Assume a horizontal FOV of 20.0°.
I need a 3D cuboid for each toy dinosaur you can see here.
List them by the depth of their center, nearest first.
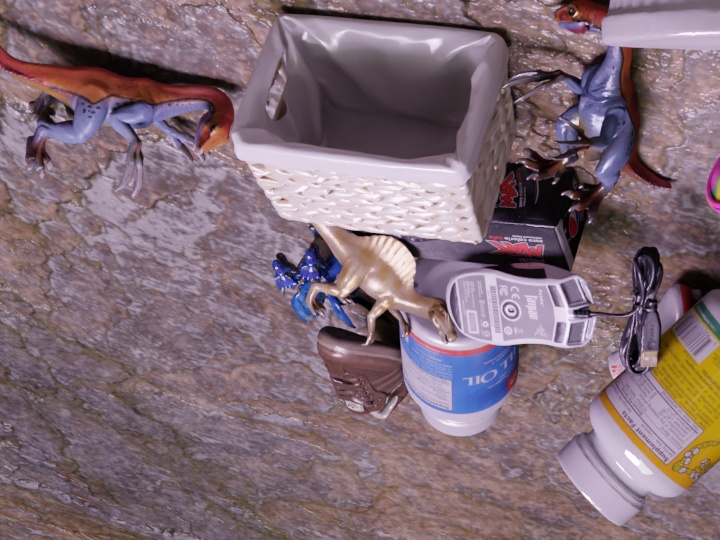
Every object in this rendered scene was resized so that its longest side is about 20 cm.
[{"bbox_3d":[0.183,-0.136,1.591,0.105,0.200,0.182,48,134,26],"label":"toy dinosaur"},{"bbox_3d":[-0.207,-0.139,1.768,0.181,0.105,0.200,-20,123,22],"label":"toy dinosaur"},{"bbox_3d":[0.000,0.000,1.795,0.200,0.058,0.101,39,126,-5],"label":"toy dinosaur"}]

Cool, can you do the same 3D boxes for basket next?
[{"bbox_3d":[0.018,-0.112,1.640,0.200,0.136,0.123,8,152,19],"label":"basket"}]

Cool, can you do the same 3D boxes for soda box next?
[{"bbox_3d":[0.089,-0.051,1.763,0.200,0.063,0.071,5,147,24],"label":"soda box"}]

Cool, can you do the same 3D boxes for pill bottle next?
[{"bbox_3d":[0.267,0.121,1.737,0.200,0.113,0.113,-44,121,11],"label":"pill bottle"},{"bbox_3d":[0.094,0.072,1.913,0.112,0.112,0.200,13,150,12],"label":"pill bottle"}]

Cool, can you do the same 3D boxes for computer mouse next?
[{"bbox_3d":[0.166,0.026,1.722,0.200,0.044,0.110,6,115,31],"label":"computer mouse"}]

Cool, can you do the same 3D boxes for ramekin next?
[{"bbox_3d":[0.257,-0.194,1.323,0.202,0.094,0.202,0,-176,0],"label":"ramekin"}]

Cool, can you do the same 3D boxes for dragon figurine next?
[{"bbox_3d":[-0.029,0.019,1.911,0.059,0.100,0.200,7,148,22],"label":"dragon figurine"}]

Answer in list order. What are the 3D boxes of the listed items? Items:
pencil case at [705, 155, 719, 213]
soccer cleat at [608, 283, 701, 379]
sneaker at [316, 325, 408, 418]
[{"bbox_3d":[0.367,-0.033,1.609,0.200,0.089,0.088,33,148,-21],"label":"pencil case"},{"bbox_3d":[0.268,0.075,1.852,0.085,0.069,0.200,-1,152,5],"label":"soccer cleat"},{"bbox_3d":[0.007,0.104,1.975,0.070,0.076,0.200,18,179,24],"label":"sneaker"}]
